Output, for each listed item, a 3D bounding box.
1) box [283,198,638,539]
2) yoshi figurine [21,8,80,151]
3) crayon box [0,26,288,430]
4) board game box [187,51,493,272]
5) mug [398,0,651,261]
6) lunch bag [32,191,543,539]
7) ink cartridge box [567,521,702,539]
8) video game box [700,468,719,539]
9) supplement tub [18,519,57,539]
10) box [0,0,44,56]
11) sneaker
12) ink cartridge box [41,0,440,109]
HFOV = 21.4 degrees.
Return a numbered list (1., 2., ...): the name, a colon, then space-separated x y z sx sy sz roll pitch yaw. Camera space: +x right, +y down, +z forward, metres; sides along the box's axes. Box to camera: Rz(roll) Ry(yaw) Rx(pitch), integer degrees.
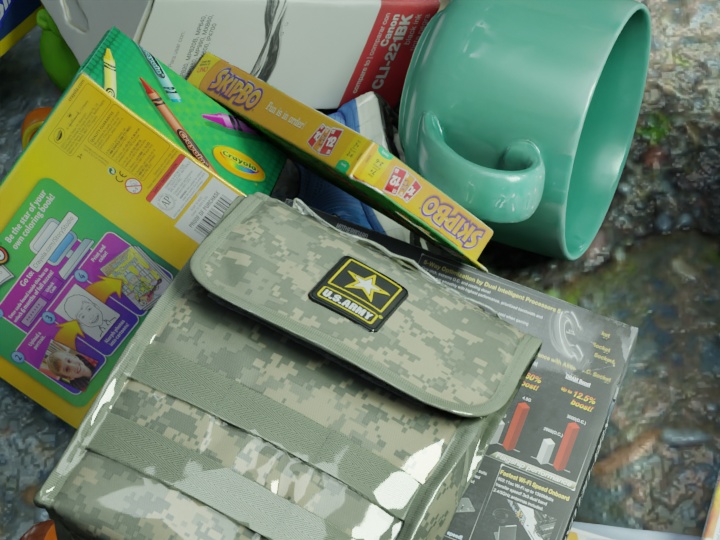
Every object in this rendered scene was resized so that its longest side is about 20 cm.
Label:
1. box: 0.022 0.071 0.965 0.198 0.050 0.159 20 70 9
2. yoshi figurine: -0.160 -0.102 1.141 0.112 0.112 0.201 35 33 -16
3. crayon box: -0.144 -0.018 1.034 0.118 0.200 0.058 36 32 -10
4. board game box: -0.010 -0.058 0.997 0.030 0.095 0.200 -55 37 2
5. mug: 0.085 -0.095 1.075 0.114 0.185 0.153 18 87 18
6. lunch bag: -0.026 0.070 0.879 0.163 0.118 0.201 27 68 10
7. ink cartridge box: 0.081 0.187 0.979 0.198 0.042 0.120 7 63 -9
8. video game box: 0.251 0.182 0.950 0.181 0.047 0.201 16 63 11
9. supplement tub: -0.118 0.185 0.993 0.198 0.107 0.108 3 63 8
10. box: -0.294 -0.185 1.190 0.199 0.065 0.070 20 53 33
11. sneaker: 0.000 0.000 1.105 0.088 0.079 0.202 -20 64 17
12. ink cartridge box: -0.077 -0.169 1.122 0.199 0.084 0.145 -5 46 -35
